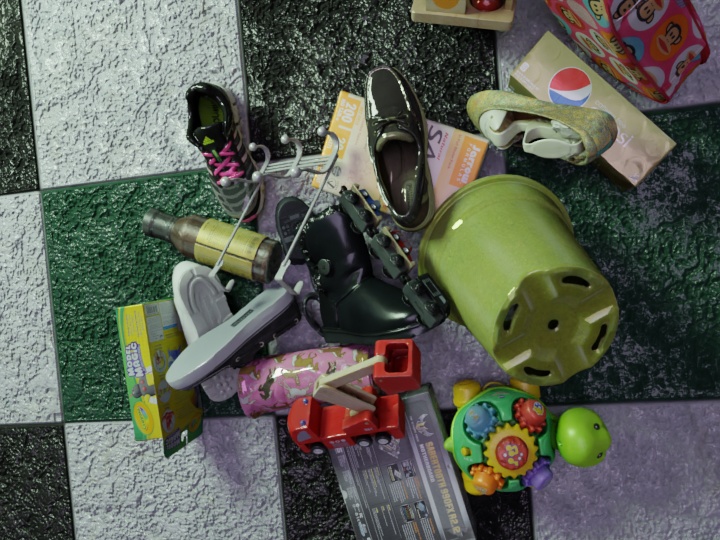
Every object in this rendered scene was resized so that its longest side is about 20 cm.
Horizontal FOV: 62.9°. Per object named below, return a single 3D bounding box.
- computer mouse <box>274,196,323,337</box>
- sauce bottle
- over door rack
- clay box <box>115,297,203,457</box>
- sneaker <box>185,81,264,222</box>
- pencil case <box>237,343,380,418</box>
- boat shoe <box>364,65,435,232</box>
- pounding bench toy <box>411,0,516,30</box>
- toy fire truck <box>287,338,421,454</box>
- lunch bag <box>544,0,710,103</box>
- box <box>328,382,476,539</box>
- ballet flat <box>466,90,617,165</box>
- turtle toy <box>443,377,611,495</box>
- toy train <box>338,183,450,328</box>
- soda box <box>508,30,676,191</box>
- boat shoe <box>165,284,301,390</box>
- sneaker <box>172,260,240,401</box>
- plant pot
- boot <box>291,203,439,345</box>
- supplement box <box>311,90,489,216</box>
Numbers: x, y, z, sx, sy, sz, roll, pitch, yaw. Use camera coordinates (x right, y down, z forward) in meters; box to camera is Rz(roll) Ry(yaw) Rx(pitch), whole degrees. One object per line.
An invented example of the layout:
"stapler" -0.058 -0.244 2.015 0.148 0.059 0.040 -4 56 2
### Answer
"computer mouse" -0.071 -0.003 0.810 0.058 0.034 0.204 -17 94 -13
"sauce bottle" -0.207 -0.040 0.816 0.197 0.065 0.066 20 96 10
"over door rack" -0.113 -0.076 0.716 0.146 0.066 0.204 1 70 42
"clay box" -0.272 0.143 0.812 0.047 0.115 0.204 -7 91 12
"sneaker" -0.190 -0.163 0.794 0.072 0.087 0.204 -16 90 12
"pencil case" -0.066 0.147 0.785 0.196 0.083 0.088 -8 103 11
"boat shoe" 0.044 -0.148 0.679 0.072 0.065 0.204 -16 81 13
"pounding bench toy" 0.138 -0.408 0.695 0.122 0.157 0.203 10 64 11
"toy fire truck" -0.010 0.154 0.694 0.197 0.049 0.142 -14 134 19
"lunch bag" 0.267 -0.282 0.638 0.082 0.199 0.177 -48 40 16
"box" 0.050 0.271 0.785 0.156 0.048 0.203 -19 89 11
"ballet flat" 0.193 -0.165 0.686 0.198 0.070 0.072 24 98 39
"turtle toy" 0.200 0.206 0.722 0.196 0.101 0.149 -8 91 4
"toy train" 0.037 -0.023 0.667 0.201 0.045 0.034 55 142 21
"soda box" 0.273 -0.189 0.710 0.200 0.064 0.068 45 100 7
"boat shoe" -0.159 0.096 0.774 0.199 0.068 0.057 -38 119 -21
"sneaker" -0.214 0.084 0.825 0.080 0.076 0.204 11 114 52
"plant pot" 0.176 0.020 0.643 0.196 0.185 0.204 -3 115 -6
"boot" 0.000 0.000 0.719 0.198 0.076 0.171 -8 101 48
"supplement box" 0.052 -0.133 0.753 0.197 0.073 0.128 20 97 10
